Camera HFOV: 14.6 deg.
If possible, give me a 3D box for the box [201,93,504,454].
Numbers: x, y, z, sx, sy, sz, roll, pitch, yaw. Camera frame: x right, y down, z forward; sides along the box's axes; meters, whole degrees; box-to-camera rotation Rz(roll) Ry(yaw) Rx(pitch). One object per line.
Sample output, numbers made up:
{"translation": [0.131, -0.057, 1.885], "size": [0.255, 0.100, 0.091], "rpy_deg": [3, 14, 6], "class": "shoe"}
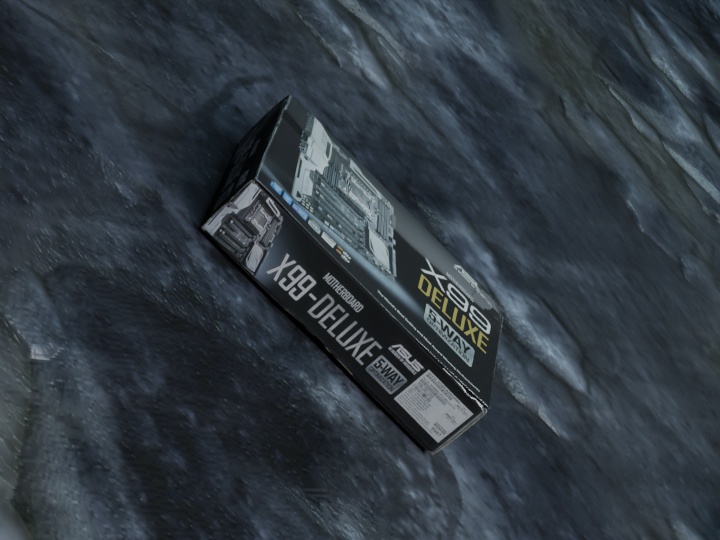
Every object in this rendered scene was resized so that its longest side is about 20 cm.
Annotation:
{"translation": [0.000, 0.000, 1.716], "size": [0.200, 0.050, 0.158], "rpy_deg": [45, 20, -11], "class": "box"}
